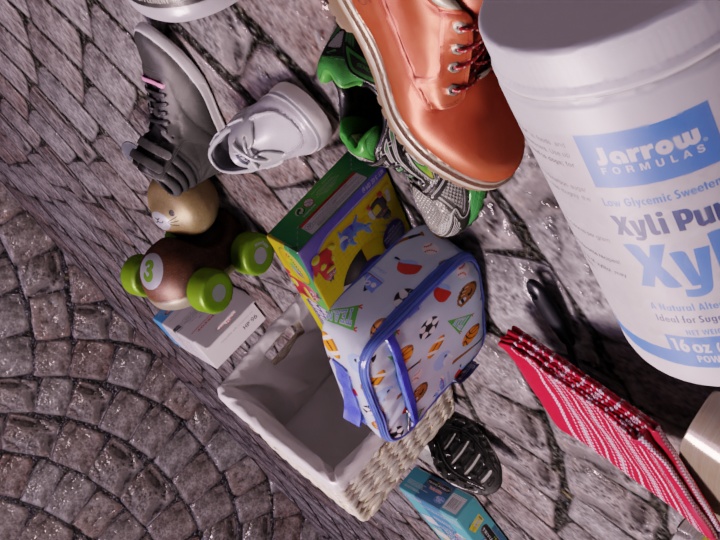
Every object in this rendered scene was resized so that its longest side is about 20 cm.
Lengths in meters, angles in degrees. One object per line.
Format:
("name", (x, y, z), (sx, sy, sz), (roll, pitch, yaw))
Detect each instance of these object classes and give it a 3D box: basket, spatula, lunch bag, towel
("basket", (-0.017, 0.150, 1.170), (0.200, 0.198, 0.161), (32, 163, 31))
("spatula", (0.177, 0.074, 0.856), (0.056, 0.021, 0.200), (34, 160, 50))
("lunch bag", (0.042, 0.066, 0.906), (0.075, 0.160, 0.200), (34, 159, 29))
("towel", (0.198, 0.130, 0.815), (0.145, 0.022, 0.200), (52, 173, -30))

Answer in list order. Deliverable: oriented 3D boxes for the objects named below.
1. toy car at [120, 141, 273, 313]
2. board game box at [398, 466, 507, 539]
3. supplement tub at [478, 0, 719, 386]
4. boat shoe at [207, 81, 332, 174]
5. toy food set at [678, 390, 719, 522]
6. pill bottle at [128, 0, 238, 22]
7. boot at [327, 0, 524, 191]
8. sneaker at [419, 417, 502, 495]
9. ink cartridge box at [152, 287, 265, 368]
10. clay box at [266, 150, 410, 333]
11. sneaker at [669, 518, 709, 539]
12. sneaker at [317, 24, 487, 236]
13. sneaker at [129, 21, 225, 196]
("toy car", (-0.230, -0.067, 1.246), (0.164, 0.158, 0.201), (10, 132, 40))
("board game box", (0.166, 0.409, 1.583), (0.151, 0.047, 0.200), (16, 147, 55))
("supplement tub", (0.150, -0.056, 0.452), (0.132, 0.132, 0.200), (19, 151, 52))
("boat shoe", (-0.092, -0.123, 0.925), (0.072, 0.069, 0.200), (52, 161, -23))
("toy food set", (0.311, 0.166, 0.736), (0.143, 0.060, 0.200), (34, 168, 27))
("pill bottle", (-0.135, -0.267, 0.627), (0.112, 0.112, 0.200), (31, 158, 34))
("boot", (0.056, -0.129, 0.595), (0.107, 0.075, 0.200), (5, 137, 55))
("sneaker", (0.115, 0.224, 1.263), (0.079, 0.074, 0.200), (45, 171, -36))
("ink cartridge box", (-0.235, 0.082, 1.609), (0.200, 0.116, 0.068), (20, 151, 53))
("clay box", (0.000, 0.000, 0.924), (0.047, 0.115, 0.200), (27, 157, 38))
("sneaker", (0.354, 0.312, 0.921), (0.090, 0.078, 0.200), (7, 142, 51))
("sneaker", (0.025, -0.095, 0.708), (0.078, 0.085, 0.200), (24, 154, 47))
("sneaker", (-0.205, -0.156, 1.045), (0.071, 0.099, 0.200), (32, 157, 38))
